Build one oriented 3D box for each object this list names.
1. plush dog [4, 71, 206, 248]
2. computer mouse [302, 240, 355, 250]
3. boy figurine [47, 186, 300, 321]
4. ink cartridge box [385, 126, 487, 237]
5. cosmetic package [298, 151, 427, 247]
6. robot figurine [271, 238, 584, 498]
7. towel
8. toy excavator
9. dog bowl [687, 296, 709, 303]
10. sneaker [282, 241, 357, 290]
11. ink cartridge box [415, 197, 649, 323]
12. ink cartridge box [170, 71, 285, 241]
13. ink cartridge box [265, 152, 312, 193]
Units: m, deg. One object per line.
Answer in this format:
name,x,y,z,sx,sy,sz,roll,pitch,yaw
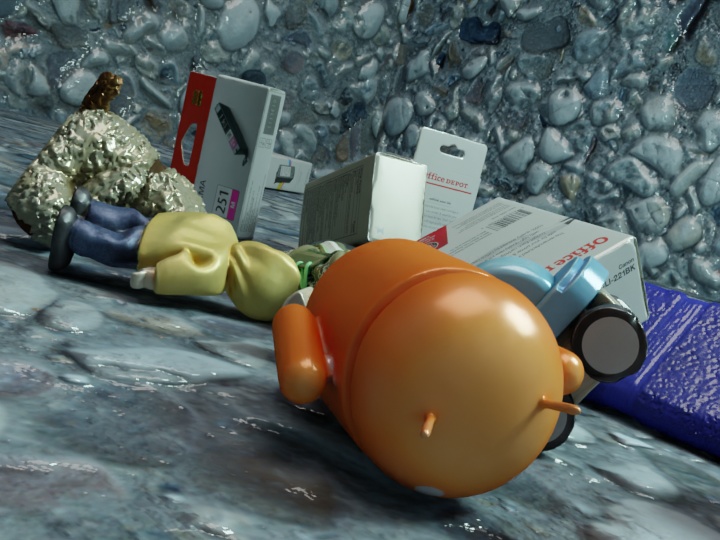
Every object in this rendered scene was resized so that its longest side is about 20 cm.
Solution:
plush dog,-0.221,-0.076,0.885,0.171,0.161,0.200,37,1,-15
computer mouse,0.000,0.000,1.023,0.198,0.053,0.138,10,10,-35
boy figurine,-0.147,-0.014,0.758,0.197,0.065,0.125,16,27,-8
ink cartridge box,0.080,-0.078,1.183,0.115,0.203,0.067,10,8,-32
cosmetic package,-0.002,-0.067,1.105,0.070,0.107,0.199,10,-8,-26
robot figurine,0.032,0.049,0.498,0.144,0.117,0.200,41,-3,-21
towel,0.271,0.083,0.787,0.199,0.050,0.147,21,52,42
toy excavator,0.068,0.038,0.638,0.200,0.195,0.100,44,12,7
dog bowl,0.453,0.082,1.241,0.197,0.075,0.200,15,8,-2
sneaker,-0.050,0.013,0.819,0.087,0.078,0.200,3,3,-10
ink cartridge box,0.137,0.014,0.830,0.143,0.085,0.200,-28,24,-18
ink cartridge box,-0.197,-0.159,1.227,0.172,0.203,0.043,18,9,29
ink cartridge box,-0.240,-0.258,2.320,0.146,0.087,0.199,20,10,32
